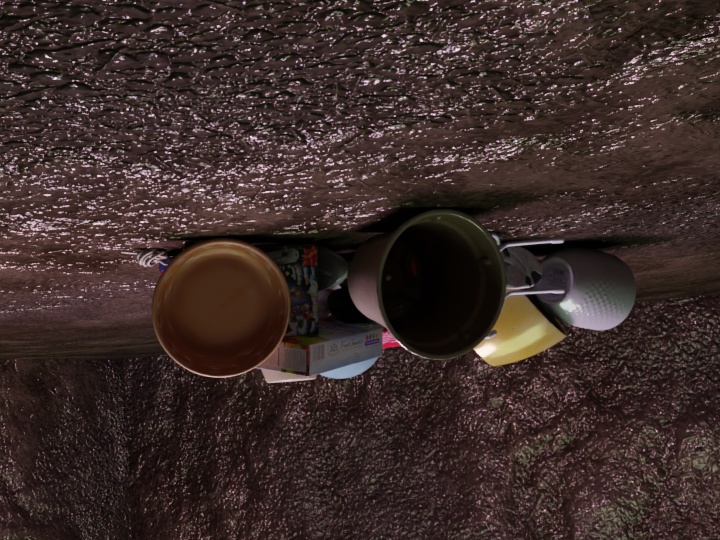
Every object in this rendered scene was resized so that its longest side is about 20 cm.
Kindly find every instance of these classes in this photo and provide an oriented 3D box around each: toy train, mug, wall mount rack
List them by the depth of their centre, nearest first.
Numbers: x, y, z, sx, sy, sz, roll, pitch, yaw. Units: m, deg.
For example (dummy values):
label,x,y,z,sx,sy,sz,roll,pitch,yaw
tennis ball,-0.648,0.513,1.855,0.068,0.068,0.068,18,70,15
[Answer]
label,x,y,z,sx,sy,sz,roll,pitch,yaw
toy train,-0.273,0.032,1.406,0.199,0.117,0.084,2,170,-43
wall mount rack,0.249,0.018,1.517,0.173,0.074,0.201,-33,138,-19
mug,0.387,0.020,1.734,0.174,0.149,0.199,11,-166,-45

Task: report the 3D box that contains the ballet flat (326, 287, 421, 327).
label,x,y,z,sx,sy,sz,roll,pitch,yaw
ballet flat,0.031,0.061,1.485,0.199,0.067,0.057,7,154,41

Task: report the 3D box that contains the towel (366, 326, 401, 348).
label,x,y,z,sx,sy,sz,roll,pitch,yaw
towel,0.027,0.123,1.679,0.143,0.023,0.199,-12,167,36

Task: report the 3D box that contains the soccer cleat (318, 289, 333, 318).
label,x,y,z,sx,sy,sz,roll,pitch,yaw
soccer cleat,-0.134,0.039,1.591,0.198,0.069,0.085,17,-165,30

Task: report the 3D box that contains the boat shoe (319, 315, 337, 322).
label,x,y,z,sx,sy,sz,roll,pitch,yaw
boat shoe,-0.125,0.099,1.624,0.198,0.073,0.072,-7,-160,-17

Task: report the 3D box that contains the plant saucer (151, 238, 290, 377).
label,x,y,z,sx,sy,sz,roll,pitch,yaw
plant saucer,-0.200,0.052,1.336,0.198,0.203,0.037,-3,-170,-15

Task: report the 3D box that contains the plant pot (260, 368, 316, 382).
label,x,y,z,sx,sy,sz,roll,pitch,yaw
plant pot,-0.139,0.107,1.744,0.185,0.203,0.187,-4,173,-1

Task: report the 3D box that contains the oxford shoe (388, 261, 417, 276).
label,x,y,z,sx,sy,sz,roll,pitch,yaw
oxford shoe,0.094,-0.003,1.513,0.198,0.072,0.073,18,165,-21

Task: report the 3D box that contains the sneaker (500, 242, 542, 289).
label,x,y,z,sx,sy,sz,roll,pitch,yaw
sneaker,0.208,0.000,1.629,0.197,0.081,0.130,-3,174,-16

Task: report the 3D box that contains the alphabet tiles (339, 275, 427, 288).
label,x,y,z,sx,sy,sz,roll,pitch,yaw
alphabet tiles,0.062,0.047,1.520,0.198,0.006,0.167,8,156,20

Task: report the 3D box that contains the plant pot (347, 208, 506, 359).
label,x,y,z,sx,sy,sz,roll,pitch,yaw
plant pot,0.075,0.014,1.320,0.198,0.203,0.183,-2,-176,-24

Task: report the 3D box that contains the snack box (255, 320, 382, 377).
label,x,y,z,sx,sy,sz,roll,pitch,yaw
snack box,-0.076,0.119,1.459,0.141,0.054,0.199,6,-173,35

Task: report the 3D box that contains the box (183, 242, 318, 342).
label,x,y,z,sx,sy,sz,roll,pitch,yaw
box,-0.162,0.031,1.384,0.198,0.139,0.040,-3,-172,-14

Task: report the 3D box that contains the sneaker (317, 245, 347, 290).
label,x,y,z,sx,sy,sz,roll,pitch,yaw
sneaker,-0.068,-0.006,1.484,0.080,0.071,0.200,-8,-177,-32

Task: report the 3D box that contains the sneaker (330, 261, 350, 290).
label,x,y,z,sx,sy,sz,roll,pitch,yaw
sneaker,0.000,0.000,1.598,0.198,0.086,0.073,15,-170,4

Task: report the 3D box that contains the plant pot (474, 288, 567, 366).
label,x,y,z,sx,sy,sz,roll,pitch,yaw
plant pot,0.266,0.094,1.732,0.142,0.200,0.200,-44,163,10

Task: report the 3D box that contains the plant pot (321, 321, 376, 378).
label,x,y,z,sx,sy,sz,roll,pitch,yaw
plant pot,-0.035,0.110,1.863,0.198,0.203,0.135,-4,169,-9
